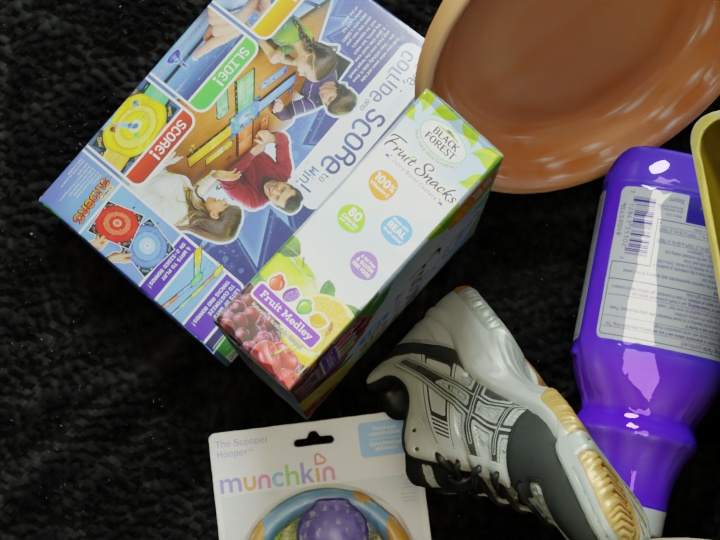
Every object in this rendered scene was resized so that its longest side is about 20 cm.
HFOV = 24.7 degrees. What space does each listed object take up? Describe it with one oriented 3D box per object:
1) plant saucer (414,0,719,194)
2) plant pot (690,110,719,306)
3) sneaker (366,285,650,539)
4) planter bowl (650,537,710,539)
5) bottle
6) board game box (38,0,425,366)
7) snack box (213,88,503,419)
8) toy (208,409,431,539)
[{"bbox_3d":[0.116,-0.123,0.845,0.199,0.201,0.038,-24,54,-4],"label":"plant saucer"},{"bbox_3d":[0.288,0.017,0.809,0.198,0.176,0.202,-11,82,18],"label":"plant pot"},{"bbox_3d":[0.070,0.093,0.828,0.087,0.200,0.076,-37,126,-1],"label":"sneaker"},{"bbox_3d":[0.129,0.215,0.803,0.134,0.200,0.202,18,82,29],"label":"planter bowl"},{"bbox_3d":[0.155,0.039,0.876,0.083,0.065,0.202,11,83,0],"label":"bottle"},{"bbox_3d":[-0.058,-0.069,0.887,0.135,0.034,0.200,39,85,18],"label":"board game box"},{"bbox_3d":[0.000,0.000,0.811,0.053,0.200,0.142,41,84,5],"label":"snack box"},{"bbox_3d":[-0.014,0.179,0.864,0.114,0.047,0.202,-7,83,-3],"label":"toy"}]
